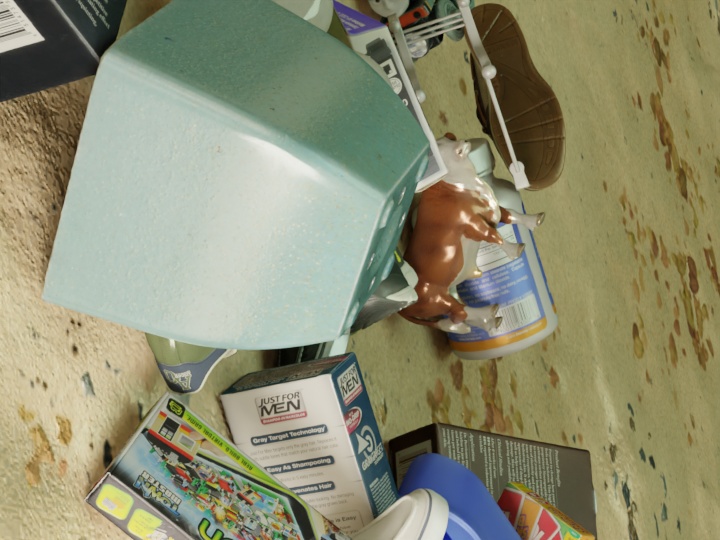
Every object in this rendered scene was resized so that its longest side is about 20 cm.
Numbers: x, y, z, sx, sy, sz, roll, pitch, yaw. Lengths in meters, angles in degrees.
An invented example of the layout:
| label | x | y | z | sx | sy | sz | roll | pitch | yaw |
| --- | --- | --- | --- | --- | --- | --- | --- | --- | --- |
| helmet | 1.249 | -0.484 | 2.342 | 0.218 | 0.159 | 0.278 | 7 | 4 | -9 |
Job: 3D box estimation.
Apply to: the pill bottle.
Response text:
| label | x | y | z | sx | sy | sz | roll | pitch | yaw |
| --- | --- | --- | --- | --- | --- | --- | --- | --- | --- |
| pill bottle | 0.114 | -0.023 | 1.921 | 0.112 | 0.112 | 0.200 | -44 | 118 | -62 |

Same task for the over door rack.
| label | x | y | z | sx | sy | sz | roll | pitch | yaw |
| --- | --- | --- | --- | --- | --- | --- | --- | --- | --- |
| over door rack | 0.061 | -0.139 | 1.805 | 0.067 | 0.148 | 0.200 | -87 | 159 | -75 |

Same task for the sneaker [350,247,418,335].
| label | x | y | z | sx | sy | sz | roll | pitch | yaw |
| --- | --- | --- | --- | --- | --- | --- | --- | --- | --- |
| sneaker | 0.000 | 0.000 | 1.701 | 0.085 | 0.074 | 0.200 | 62 | 5 | -6 |

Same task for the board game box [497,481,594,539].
| label | x | y | z | sx | sy | sz | roll | pitch | yaw |
| --- | --- | --- | --- | --- | --- | --- | --- | --- | --- |
| board game box | 0.122 | 0.293 | 1.701 | 0.030 | 0.096 | 0.200 | 12 | 106 | -45 |

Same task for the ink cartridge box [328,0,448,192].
| label | x | y | z | sx | sy | sz | roll | pitch | yaw |
| --- | --- | --- | --- | --- | --- | --- | --- | --- | --- |
| ink cartridge box | -0.021 | -0.179 | 1.633 | 0.198 | 0.043 | 0.200 | 36 | -24 | 56 |

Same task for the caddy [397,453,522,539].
| label | x | y | z | sx | sy | sz | roll | pitch | yaw |
| --- | --- | --- | --- | --- | --- | --- | --- | --- | --- |
| caddy | 0.056 | 0.251 | 1.618 | 0.200 | 0.141 | 0.105 | 55 | 26 | -22 |

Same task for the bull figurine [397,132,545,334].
| label | x | y | z | sx | sy | sz | roll | pitch | yaw |
| --- | --- | --- | --- | --- | --- | --- | --- | --- | --- |
| bull figurine | 0.092 | -0.030 | 1.791 | 0.065 | 0.121 | 0.200 | -44 | 157 | -54 |

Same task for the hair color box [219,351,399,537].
| label | x | y | z | sx | sy | sz | roll | pitch | yaw |
| --- | --- | --- | --- | --- | --- | --- | --- | --- | --- |
| hair color box | -0.028 | 0.172 | 1.531 | 0.061 | 0.100 | 0.200 | -39 | 115 | -64 |

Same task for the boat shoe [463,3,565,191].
| label | x | y | z | sx | sy | sz | roll | pitch | yaw |
| --- | --- | --- | --- | --- | --- | --- | --- | --- | --- |
| boat shoe | 0.148 | -0.162 | 1.927 | 0.072 | 0.072 | 0.200 | 97 | -26 | -68 |

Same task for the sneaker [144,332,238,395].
| label | x | y | z | sx | sy | sz | roll | pitch | yaw |
| --- | --- | --- | --- | --- | --- | --- | --- | --- | --- |
| sneaker | -0.113 | 0.021 | 1.473 | 0.200 | 0.067 | 0.090 | -59 | 144 | -61 |

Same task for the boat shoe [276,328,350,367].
| label | x | y | z | sx | sy | sz | roll | pitch | yaw |
| --- | --- | --- | --- | --- | --- | --- | --- | --- | --- |
| boat shoe | -0.048 | 0.021 | 1.606 | 0.071 | 0.072 | 0.200 | 19 | 68 | -25 |

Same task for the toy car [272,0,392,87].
| label | x | y | z | sx | sy | sz | roll | pitch | yaw |
| --- | --- | --- | --- | --- | --- | --- | --- | --- | --- |
| toy car | -0.083 | -0.143 | 1.519 | 0.150 | 0.175 | 0.200 | -37 | 103 | -19 |

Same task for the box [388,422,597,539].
| label | x | y | z | sx | sy | sz | roll | pitch | yaw |
| --- | --- | --- | --- | --- | --- | --- | --- | --- | --- |
| box | 0.123 | 0.206 | 1.796 | 0.200 | 0.075 | 0.100 | 14 | 64 | -36 |

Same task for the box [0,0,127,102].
| label | x | y | z | sx | sy | sz | roll | pitch | yaw |
| --- | --- | --- | --- | --- | --- | --- | --- | --- | --- |
| box | -0.226 | -0.236 | 1.284 | 0.148 | 0.107 | 0.200 | 54 | 34 | -41 |

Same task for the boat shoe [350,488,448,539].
| label | x | y | z | sx | sy | sz | roll | pitch | yaw |
| --- | --- | --- | --- | --- | --- | --- | --- | --- | --- |
| boat shoe | -0.016 | 0.234 | 1.448 | 0.065 | 0.200 | 0.074 | 41 | -6 | -23 |

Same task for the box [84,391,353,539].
| label | x | y | z | sx | sy | sz | roll | pitch | yaw |
| --- | --- | --- | --- | --- | --- | --- | --- | --- | --- |
| box | -0.085 | 0.182 | 1.360 | 0.200 | 0.035 | 0.110 | 39 | 32 | -5 |

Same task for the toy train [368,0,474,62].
| label | x | y | z | sx | sy | sz | roll | pitch | yaw |
| --- | --- | --- | --- | --- | --- | --- | --- | --- | --- |
| toy train | 0.060 | -0.294 | 1.979 | 0.114 | 0.085 | 0.200 | 52 | 35 | -22 |

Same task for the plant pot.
| label | x | y | z | sx | sy | sz | roll | pitch | yaw |
| --- | --- | --- | --- | --- | --- | --- | --- | --- | --- |
| plant pot | -0.070 | -0.056 | 1.336 | 0.196 | 0.200 | 0.196 | -52 | 164 | -59 |
